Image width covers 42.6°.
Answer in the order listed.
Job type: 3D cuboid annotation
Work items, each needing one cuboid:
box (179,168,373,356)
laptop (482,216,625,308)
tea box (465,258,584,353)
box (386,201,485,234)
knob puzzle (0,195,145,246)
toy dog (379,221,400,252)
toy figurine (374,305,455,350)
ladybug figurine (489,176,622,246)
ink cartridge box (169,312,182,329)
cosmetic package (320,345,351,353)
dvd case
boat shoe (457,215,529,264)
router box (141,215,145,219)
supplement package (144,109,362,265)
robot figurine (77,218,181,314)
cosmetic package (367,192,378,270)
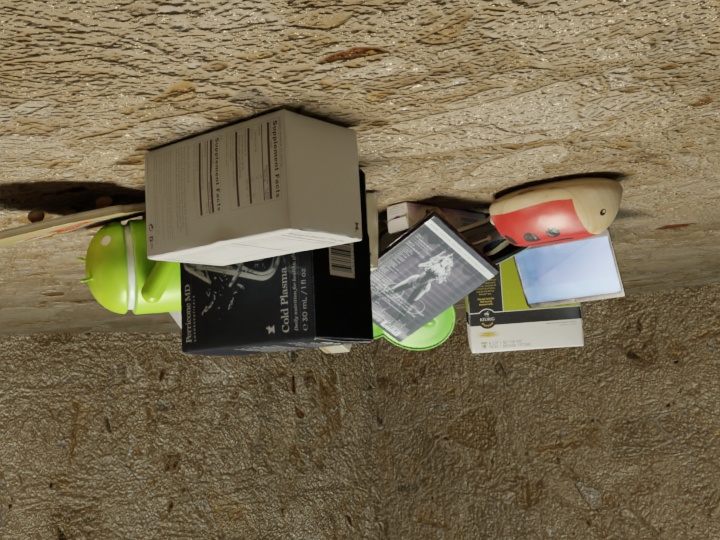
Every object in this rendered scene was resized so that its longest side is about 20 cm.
[{"bbox_3d":[-0.099,-0.011,1.063,0.193,0.205,0.123,-9,170,33],"label":"box"},{"bbox_3d":[0.302,-0.021,1.467,0.174,0.106,0.199,-10,160,33],"label":"laptop"},{"bbox_3d":[0.284,0.037,1.645,0.195,0.202,0.134,-4,-179,5],"label":"tea box"},{"bbox_3d":[0.117,-0.070,1.372,0.041,0.040,0.198,-10,171,41],"label":"box"},{"bbox_3d":[-0.360,-0.063,1.113,0.215,0.031,0.220,-13,-177,1],"label":"knob puzzle"},{"bbox_3d":[0.091,-0.035,1.438,0.097,0.132,0.199,-50,164,14],"label":"toy dog"},{"bbox_3d":[0.085,0.030,1.652,0.196,0.152,0.185,-9,-151,20],"label":"toy figurine"},{"bbox_3d":[0.265,-0.077,1.267,0.198,0.074,0.134,-10,171,42],"label":"ladybug figurine"},{"bbox_3d":[-0.248,0.061,1.657,0.195,0.044,0.200,-3,-142,-40],"label":"ink cartridge box"},{"bbox_3d":[-0.089,0.053,1.637,0.070,0.107,0.199,-9,139,47],"label":"cosmetic package"},{"bbox_3d":[0.081,0.013,1.342,0.199,0.016,0.148,-37,123,26],"label":"dvd case"},{"bbox_3d":[0.172,-0.026,1.364,0.197,0.062,0.073,-29,141,-3],"label":"boat shoe"},{"bbox_3d":[-0.209,-0.038,1.337,0.175,0.050,0.200,2,173,-1],"label":"router box"},{"bbox_3d":[-0.108,-0.075,0.914,0.197,0.112,0.113,-9,171,37],"label":"supplement package"},{"bbox_3d":[-0.253,-0.007,1.160,0.196,0.118,0.175,-4,-161,-20],"label":"robot figurine"},{"bbox_3d":[-0.049,-0.039,1.275,0.085,0.106,0.200,1,170,-19],"label":"cosmetic package"}]
